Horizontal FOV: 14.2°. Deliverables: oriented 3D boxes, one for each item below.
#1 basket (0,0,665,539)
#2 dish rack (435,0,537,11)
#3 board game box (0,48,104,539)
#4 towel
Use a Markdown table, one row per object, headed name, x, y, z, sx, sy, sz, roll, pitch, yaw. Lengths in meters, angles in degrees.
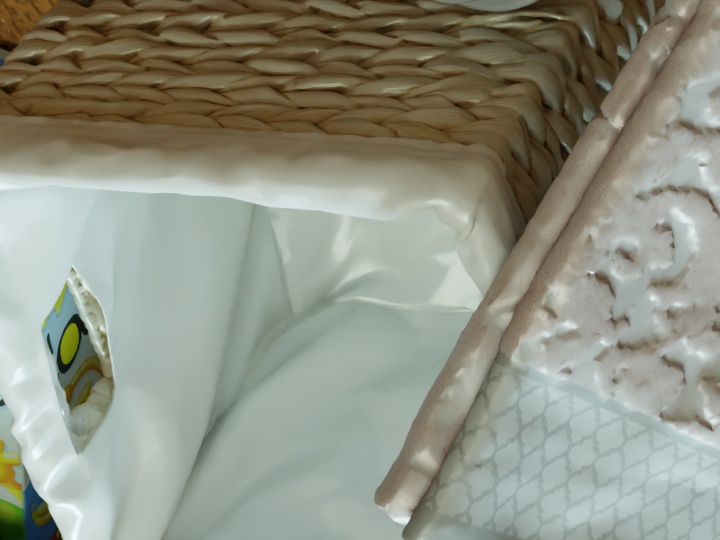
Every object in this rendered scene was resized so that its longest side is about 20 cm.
| name | x | y | z | sx | sy | sz | roll | pitch | yaw |
| --- | --- | --- | --- | --- | --- | --- | --- | --- | --- |
| basket | 0.000 | 0.000 | 0.902 | 0.200 | 0.161 | 0.198 | 3 | 131 | 28 |
| dish rack | 0.025 | -0.175 | 0.754 | 0.172 | 0.044 | 0.200 | -31 | 94 | 37 |
| board game box | -0.145 | 0.025 | 1.055 | 0.103 | 0.105 | 0.200 | 18 | 138 | 14 |
| towel | 0.123 | 0.022 | 0.806 | 0.200 | 0.191 | 0.032 | 25 | -170 | -37 |
